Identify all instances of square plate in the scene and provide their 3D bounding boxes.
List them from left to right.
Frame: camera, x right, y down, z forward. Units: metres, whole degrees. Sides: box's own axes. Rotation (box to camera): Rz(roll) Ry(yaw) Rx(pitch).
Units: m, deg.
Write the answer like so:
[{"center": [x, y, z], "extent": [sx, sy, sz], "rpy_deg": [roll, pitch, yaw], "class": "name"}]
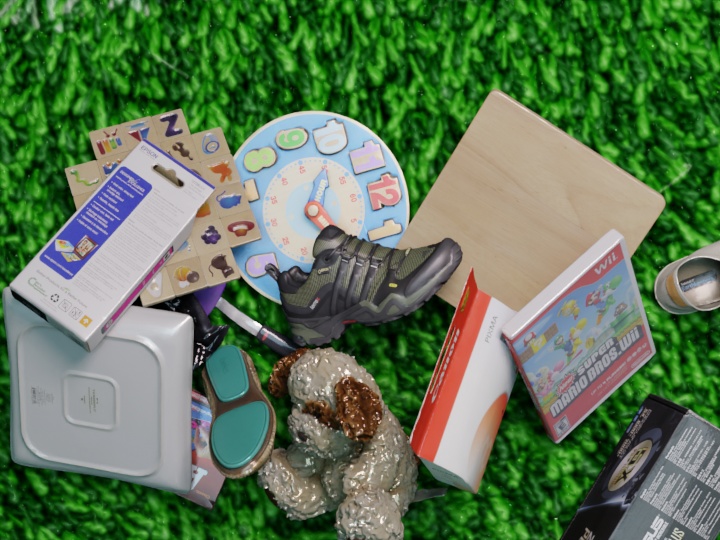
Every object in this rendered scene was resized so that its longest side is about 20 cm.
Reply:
[{"center": [-0.261, 0.124, 1.215], "extent": [0.195, 0.029, 0.203], "rpy_deg": [8, 114, 8], "class": "square plate"}]

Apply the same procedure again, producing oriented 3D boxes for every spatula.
[{"center": [-0.116, 0.053, 1.264], "extent": [0.199, 0.021, 0.057], "rpy_deg": [33, 96, 0], "class": "spatula"}]

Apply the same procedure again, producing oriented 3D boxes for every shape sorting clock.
[{"center": [-0.048, -0.061, 1.255], "extent": [0.197, 0.039, 0.203], "rpy_deg": [0, 89, 1], "class": "shape sorting clock"}]

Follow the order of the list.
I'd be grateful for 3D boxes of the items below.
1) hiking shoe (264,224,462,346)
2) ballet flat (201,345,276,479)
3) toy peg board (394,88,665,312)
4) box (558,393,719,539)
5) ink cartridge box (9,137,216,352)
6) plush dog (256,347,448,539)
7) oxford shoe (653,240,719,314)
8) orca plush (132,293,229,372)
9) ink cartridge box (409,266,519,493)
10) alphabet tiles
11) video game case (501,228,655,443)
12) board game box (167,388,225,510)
[{"center": [0.000, 0.000, 1.189], "extent": [0.198, 0.076, 0.102], "rpy_deg": [-23, 103, 22], "class": "hiking shoe"}, {"center": [-0.112, 0.148, 1.188], "extent": [0.070, 0.201, 0.066], "rpy_deg": [-18, 121, 1], "class": "ballet flat"}, {"center": [0.166, -0.047, 1.237], "extent": [0.199, 0.098, 0.201], "rpy_deg": [32, 106, 2], "class": "toy peg board"}, {"center": [0.278, 0.231, 1.187], "extent": [0.085, 0.164, 0.202], "rpy_deg": [32, 91, 0], "class": "box"}, {"center": [-0.233, -0.027, 1.181], "extent": [0.094, 0.037, 0.201], "rpy_deg": [33, 69, 11], "class": "ink cartridge box"}, {"center": [-0.012, 0.153, 1.192], "extent": [0.160, 0.199, 0.174], "rpy_deg": [-35, 120, -27], "class": "plush dog"}, {"center": [0.391, -0.011, 1.239], "extent": [0.198, 0.058, 0.076], "rpy_deg": [-24, 87, -1], "class": "oxford shoe"}, {"center": [-0.230, 0.023, 1.227], "extent": [0.105, 0.071, 0.201], "rpy_deg": [-41, 85, 24], "class": "orca plush"}, {"center": [0.102, 0.103, 1.103], "extent": [0.049, 0.200, 0.164], "rpy_deg": [18, 77, 14], "class": "ink cartridge box"}, {"center": [-0.196, -0.066, 1.227], "extent": [0.164, 0.006, 0.202], "rpy_deg": [-17, 68, -14], "class": "alphabet tiles"}, {"center": [0.213, 0.068, 1.179], "extent": [0.143, 0.201, 0.017], "rpy_deg": [-40, 49, -9], "class": "video game case"}, {"center": [-0.221, 0.156, 1.267], "extent": [0.198, 0.019, 0.104], "rpy_deg": [24, 91, 1], "class": "board game box"}]
